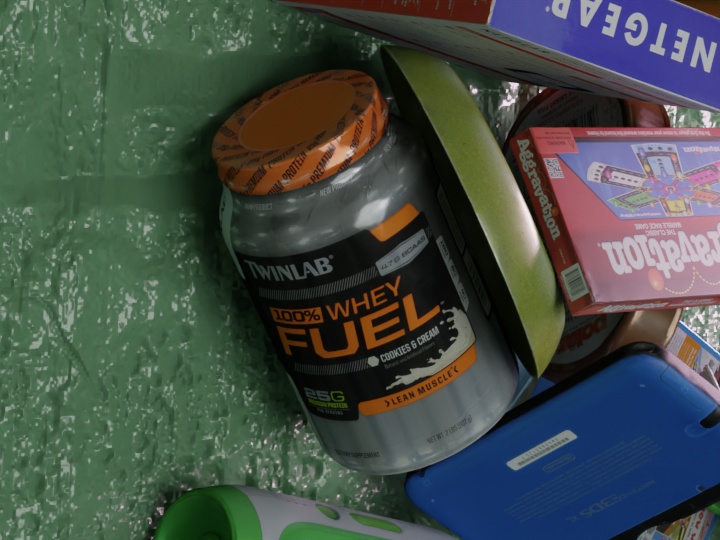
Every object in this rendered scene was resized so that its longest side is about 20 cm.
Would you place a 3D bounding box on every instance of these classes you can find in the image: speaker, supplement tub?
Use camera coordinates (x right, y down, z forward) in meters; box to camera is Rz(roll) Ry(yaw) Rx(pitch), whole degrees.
[{"bbox_3d":[-0.020,0.173,1.602,0.199,0.088,0.089,17,87,-41],"label":"speaker"},{"bbox_3d":[0.000,0.000,1.562,0.122,0.122,0.201,-41,121,-28],"label":"supplement tub"}]

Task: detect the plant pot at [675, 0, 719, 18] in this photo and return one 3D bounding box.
[{"bbox_3d":[0.156,-0.252,1.615,0.199,0.195,0.195,14,89,-35],"label":"plant pot"}]

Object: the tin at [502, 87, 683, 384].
[{"bbox_3d":[0.129,-0.024,1.647,0.042,0.112,0.201,22,51,-35],"label":"tin"}]

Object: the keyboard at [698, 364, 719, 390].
[{"bbox_3d":[0.242,0.134,1.806,0.011,0.056,0.200,-27,141,-2],"label":"keyboard"}]

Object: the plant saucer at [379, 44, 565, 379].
[{"bbox_3d":[0.066,-0.037,1.569,0.031,0.200,0.201,-25,117,-3],"label":"plant saucer"}]

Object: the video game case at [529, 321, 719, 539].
[{"bbox_3d":[0.174,0.100,1.790,0.200,0.018,0.144,37,74,-43],"label":"video game case"}]

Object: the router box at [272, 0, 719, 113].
[{"bbox_3d":[0.083,-0.139,1.572,0.199,0.179,0.049,15,88,-42],"label":"router box"}]

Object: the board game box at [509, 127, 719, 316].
[{"bbox_3d":[0.167,-0.029,1.587,0.199,0.019,0.103,-3,70,-48],"label":"board game box"}]

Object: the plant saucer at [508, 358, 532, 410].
[{"bbox_3d":[0.114,-0.001,1.731,0.200,0.019,0.070,-53,127,-22],"label":"plant saucer"}]

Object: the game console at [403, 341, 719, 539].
[{"bbox_3d":[0.153,0.090,1.639,0.170,0.200,0.119,37,42,-25],"label":"game console"}]

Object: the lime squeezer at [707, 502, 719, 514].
[{"bbox_3d":[0.183,0.090,1.767,0.071,0.038,0.201,-68,145,-53],"label":"lime squeezer"}]
